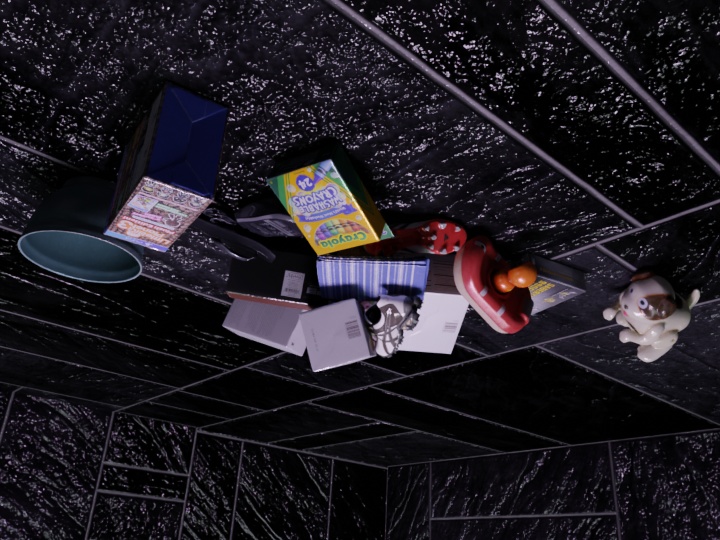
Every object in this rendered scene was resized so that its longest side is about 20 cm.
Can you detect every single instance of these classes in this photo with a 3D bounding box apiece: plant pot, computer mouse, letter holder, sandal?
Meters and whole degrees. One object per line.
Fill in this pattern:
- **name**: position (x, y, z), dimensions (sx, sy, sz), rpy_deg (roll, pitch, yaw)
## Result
- **plant pot**: position (-0.473, -0.079, 1.126), dimensions (0.200, 0.134, 0.200), rpy_deg (3, 155, 2)
- **computer mouse**: position (-0.171, -0.101, 1.150), dimensions (0.200, 0.053, 0.138), rpy_deg (2, 160, 33)
- **letter holder**: position (-0.160, 0.024, 1.312), dimensions (0.200, 0.101, 0.142), rpy_deg (9, 167, -3)
- **sandal**: position (-0.256, -0.054, 1.203), dimensions (0.200, 0.043, 0.076), rpy_deg (23, 173, -6)

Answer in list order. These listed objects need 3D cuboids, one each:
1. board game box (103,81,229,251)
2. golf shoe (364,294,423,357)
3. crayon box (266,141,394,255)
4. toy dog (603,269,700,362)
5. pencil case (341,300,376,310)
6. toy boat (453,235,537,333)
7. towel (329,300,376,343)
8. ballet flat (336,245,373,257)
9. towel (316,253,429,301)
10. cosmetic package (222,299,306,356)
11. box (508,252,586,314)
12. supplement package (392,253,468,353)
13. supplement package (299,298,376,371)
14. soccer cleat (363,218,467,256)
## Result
- **board game box**: position (-0.286, -0.144, 0.939), dimensions (0.097, 0.160, 0.200), rpy_deg (19, 151, -29)
- **golf shoe**: position (0.047, 0.099, 1.231), dimensions (0.094, 0.078, 0.200), rpy_deg (16, 142, -7)
- **crayon box**: position (-0.045, -0.100, 1.047), dimensions (0.126, 0.052, 0.200), rpy_deg (-12, 129, 29)
- **toy dog**: position (0.614, 0.084, 1.340), dimensions (0.194, 0.140, 0.200), rpy_deg (-24, 145, 22)
- **pencil case**: position (0.026, 0.095, 1.486), dimensions (0.087, 0.088, 0.200), rpy_deg (-6, 150, 20)
- **toy boat**: position (0.271, 0.017, 1.202), dimensions (0.200, 0.131, 0.131), rpy_deg (45, 137, -16)
- **towel**: position (-0.075, 0.105, 1.482), dimensions (0.200, 0.032, 0.191), rpy_deg (14, 159, 39)
- **ballet flat**: position (0.000, 0.000, 1.247), dimensions (0.068, 0.072, 0.200), rpy_deg (-9, 170, 6)
- **towel**: position (0.023, 0.014, 1.174), dimensions (0.200, 0.024, 0.145), rpy_deg (2, 148, 3)
- **cosmetic package**: position (-0.209, 0.117, 1.475), dimensions (0.200, 0.102, 0.071), rpy_deg (14, 163, 32)
- **box**: position (0.350, 0.039, 1.373), dimensions (0.158, 0.048, 0.200), rpy_deg (17, 152, -25)
- **supplement package**: position (0.131, 0.068, 1.334), dimensions (0.155, 0.111, 0.200), rpy_deg (5, 139, -3)
- **supplement package**: position (-0.039, 0.127, 1.247), dimensions (0.109, 0.114, 0.200), rpy_deg (-15, 172, 3)
- **soccer cleat**: position (0.097, -0.062, 1.183), dimensions (0.200, 0.069, 0.085), rpy_deg (-8, -163, -15)
